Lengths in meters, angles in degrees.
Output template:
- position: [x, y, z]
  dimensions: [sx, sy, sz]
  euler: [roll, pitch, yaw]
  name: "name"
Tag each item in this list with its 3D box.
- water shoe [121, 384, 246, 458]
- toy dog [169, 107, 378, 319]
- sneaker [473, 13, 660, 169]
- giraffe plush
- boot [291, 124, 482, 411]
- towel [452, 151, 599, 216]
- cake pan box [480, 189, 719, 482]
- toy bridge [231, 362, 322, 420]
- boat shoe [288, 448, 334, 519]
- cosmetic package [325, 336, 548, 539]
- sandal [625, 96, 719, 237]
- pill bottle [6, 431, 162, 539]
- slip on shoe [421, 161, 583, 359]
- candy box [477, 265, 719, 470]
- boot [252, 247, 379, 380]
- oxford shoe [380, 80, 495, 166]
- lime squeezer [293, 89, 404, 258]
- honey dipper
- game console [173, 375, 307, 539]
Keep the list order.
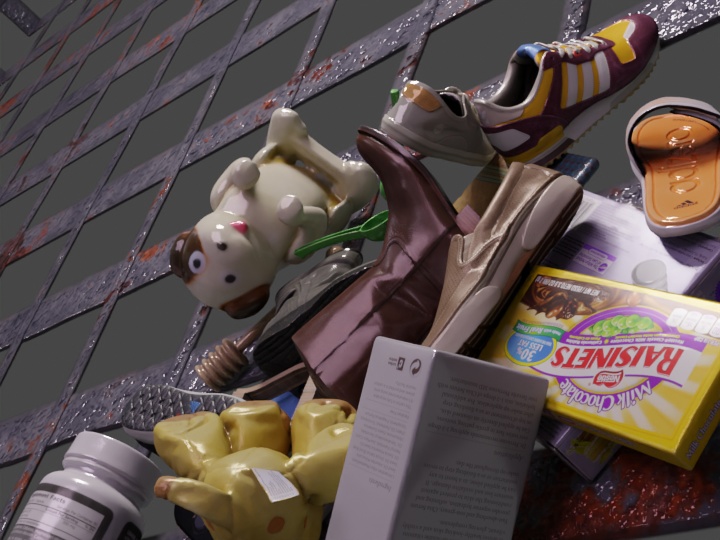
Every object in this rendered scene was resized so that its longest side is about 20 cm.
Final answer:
- position: [-0.128, 0.152, 0.997]
  dimensions: [0.200, 0.079, 0.072]
  euler: [15, 63, 44]
  name: "water shoe"
- position: [-0.110, -0.045, 1.170]
  dimensions: [0.200, 0.139, 0.194]
  euler: [-48, 1, -40]
  name: "toy dog"
- position: [0.188, -0.180, 1.003]
  dimensions: [0.200, 0.090, 0.075]
  euler: [-46, 29, -15]
  name: "sneaker"
- position: [-0.062, 0.197, 0.797]
  dimensions: [0.172, 0.163, 0.200]
  euler: [-2, 12, -2]
  name: "giraffe plush"
- position: [0.000, 0.000, 0.931]
  dimensions: [0.200, 0.064, 0.186]
  euler: [-48, 60, 6]
  name: "boot"
- position: [0.113, -0.030, 1.010]
  dimensions: [0.200, 0.022, 0.147]
  euler: [-50, 29, -7]
  name: "towel"
- position: [0.161, 0.036, 0.833]
  dimensions: [0.184, 0.052, 0.200]
  euler: [-48, 29, -5]
  name: "cake pan box"
- position: [-0.037, 0.111, 0.982]
  dimensions: [0.199, 0.027, 0.067]
  euler: [-7, 49, 42]
  name: "toy bridge"
- position: [-0.084, 0.221, 0.893]
  dimensions: [0.072, 0.062, 0.200]
  euler: [22, 74, 30]
  name: "boat shoe"
- position: [0.043, 0.153, 0.725]
  dimensions: [0.071, 0.101, 0.201]
  euler: [8, 82, 57]
  name: "cosmetic package"
- position: [0.237, -0.093, 0.829]
  dimensions: [0.079, 0.059, 0.207]
  euler: [-12, 24, 16]
  name: "sandal"
- position: [-0.278, 0.265, 1.075]
  dimensions: [0.114, 0.114, 0.200]
  euler: [-11, 45, 47]
  name: "pill bottle"
- position: [0.089, 0.000, 0.828]
  dimensions: [0.060, 0.076, 0.200]
  euler: [32, 74, 18]
  name: "slip on shoe"
- position: [0.160, 0.056, 0.734]
  dimensions: [0.200, 0.026, 0.102]
  euler: [14, 70, 57]
  name: "candy box"
- position: [-0.015, 0.013, 1.046]
  dimensions: [0.200, 0.068, 0.131]
  euler: [-29, 24, 25]
  name: "boot"
- position: [0.082, -0.134, 1.007]
  dimensions: [0.075, 0.200, 0.058]
  euler: [33, 105, 21]
  name: "oxford shoe"
- position: [0.014, -0.073, 1.048]
  dimensions: [0.038, 0.071, 0.200]
  euler: [-34, -20, -56]
  name: "lime squeezer"
- position: [-0.090, 0.047, 1.178]
  dimensions: [0.200, 0.038, 0.038]
  euler: [-43, 29, 0]
  name: "honey dipper"
- position: [-0.077, 0.172, 1.005]
  dimensions: [0.200, 0.031, 0.177]
  euler: [-53, 29, -9]
  name: "game console"
